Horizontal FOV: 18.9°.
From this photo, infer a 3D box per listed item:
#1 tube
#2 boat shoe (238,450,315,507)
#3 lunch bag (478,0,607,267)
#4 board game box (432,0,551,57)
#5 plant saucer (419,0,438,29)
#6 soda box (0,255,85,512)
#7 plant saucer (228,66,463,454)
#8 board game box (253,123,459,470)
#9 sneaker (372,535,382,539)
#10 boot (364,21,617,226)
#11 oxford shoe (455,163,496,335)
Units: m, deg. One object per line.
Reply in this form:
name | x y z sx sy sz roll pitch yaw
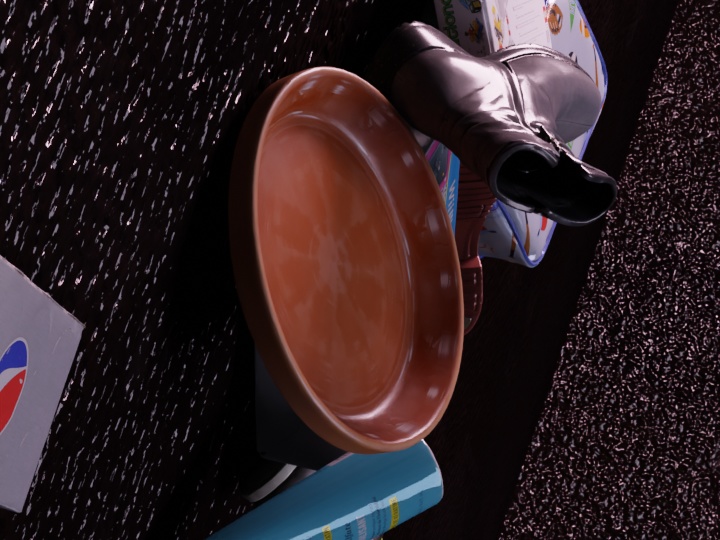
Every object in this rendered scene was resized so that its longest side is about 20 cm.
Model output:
tube | -0.048 0.150 1.183 0.199 0.050 0.078 -27 142 -24
boat shoe | -0.016 0.106 1.347 0.072 0.061 0.201 -32 -171 26
lunch bag | 0.114 -0.106 1.599 0.201 0.075 0.161 -64 146 -27
board game box | 0.080 -0.188 1.371 0.200 0.034 0.127 -37 117 -72
plant saucer | 0.031 -0.100 1.438 0.070 0.019 0.201 54 54 -77
soda box | -0.140 0.019 0.621 0.200 0.063 0.069 62 46 -76
plant saucer | -0.009 -0.004 1.117 0.200 0.032 0.202 30 53 -51
board game box | 0.000 0.000 1.275 0.200 0.064 0.148 -61 158 -50
sneaker | -0.023 0.196 1.540 0.200 0.073 0.082 -63 161 -74
boot | 0.100 -0.070 1.224 0.199 0.132 0.070 1 126 -49
oxford shoe | 0.053 -0.053 1.466 0.075 0.070 0.201 -112 -153 -59
